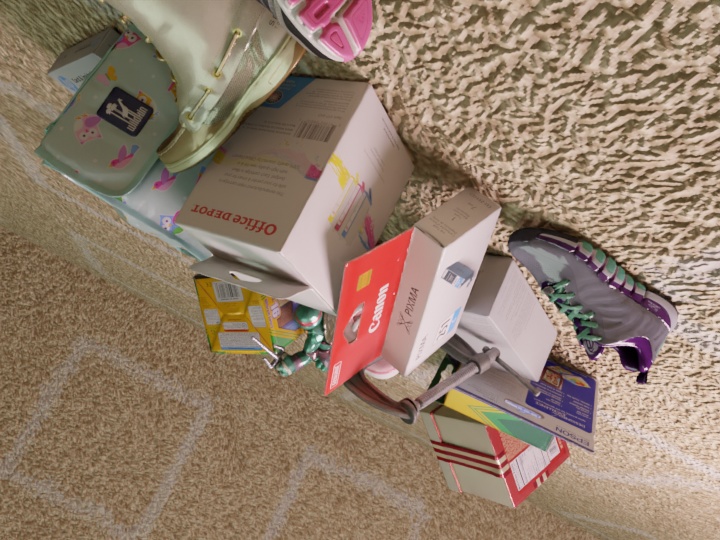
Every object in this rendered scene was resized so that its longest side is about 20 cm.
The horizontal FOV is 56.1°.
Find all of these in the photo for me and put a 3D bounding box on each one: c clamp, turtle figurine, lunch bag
[{"bbox_3d":[0.081,0.114,0.767,0.171,0.199,0.027,43,136,35],"label":"c clamp"},{"bbox_3d":[-0.069,0.070,0.909,0.100,0.150,0.200,6,165,14],"label":"turtle figurine"},{"bbox_3d":[-0.204,-0.128,0.702,0.200,0.171,0.122,38,170,-33],"label":"lunch bag"}]

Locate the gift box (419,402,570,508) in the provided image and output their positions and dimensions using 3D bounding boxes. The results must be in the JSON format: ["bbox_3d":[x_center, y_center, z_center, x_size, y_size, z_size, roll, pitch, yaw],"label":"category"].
[{"bbox_3d":[0.238,0.283,1.186,0.186,0.199,0.185,-4,106,55],"label":"gift box"}]

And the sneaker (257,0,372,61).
[{"bbox_3d":[-0.075,-0.213,0.435,0.200,0.074,0.087,42,158,-26],"label":"sneaker"}]

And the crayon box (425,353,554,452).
[{"bbox_3d":[0.215,0.182,1.052,0.199,0.126,0.052,22,130,14],"label":"crayon box"}]

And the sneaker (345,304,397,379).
[{"bbox_3d":[-0.004,0.068,1.037,0.201,0.075,0.105,59,171,30],"label":"sneaker"}]

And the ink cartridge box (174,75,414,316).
[{"bbox_3d":[-0.061,-0.062,0.632,0.128,0.201,0.125,16,160,32],"label":"ink cartridge box"}]

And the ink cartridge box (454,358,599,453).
[{"bbox_3d":[0.233,0.174,0.955,0.197,0.047,0.200,24,-153,12],"label":"ink cartridge box"}]

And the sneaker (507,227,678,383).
[{"bbox_3d":[0.227,0.034,0.676,0.199,0.088,0.074,29,163,-8],"label":"sneaker"}]

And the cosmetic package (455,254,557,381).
[{"bbox_3d":[0.163,0.058,0.858,0.113,0.081,0.200,14,160,37],"label":"cosmetic package"}]

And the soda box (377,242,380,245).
[{"bbox_3d":[0.000,0.000,0.945,0.199,0.070,0.063,13,156,40],"label":"soda box"}]

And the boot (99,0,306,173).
[{"bbox_3d":[-0.154,-0.181,0.562,0.154,0.072,0.200,37,131,-24],"label":"boot"}]

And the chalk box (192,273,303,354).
[{"bbox_3d":[-0.139,0.036,1.049,0.124,0.124,0.200,-3,-165,28],"label":"chalk box"}]

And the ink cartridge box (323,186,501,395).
[{"bbox_3d":[0.049,0.035,0.676,0.045,0.176,0.201,38,141,25],"label":"ink cartridge box"}]

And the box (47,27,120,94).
[{"bbox_3d":[-0.257,-0.194,0.817,0.156,0.041,0.200,7,153,48],"label":"box"}]
